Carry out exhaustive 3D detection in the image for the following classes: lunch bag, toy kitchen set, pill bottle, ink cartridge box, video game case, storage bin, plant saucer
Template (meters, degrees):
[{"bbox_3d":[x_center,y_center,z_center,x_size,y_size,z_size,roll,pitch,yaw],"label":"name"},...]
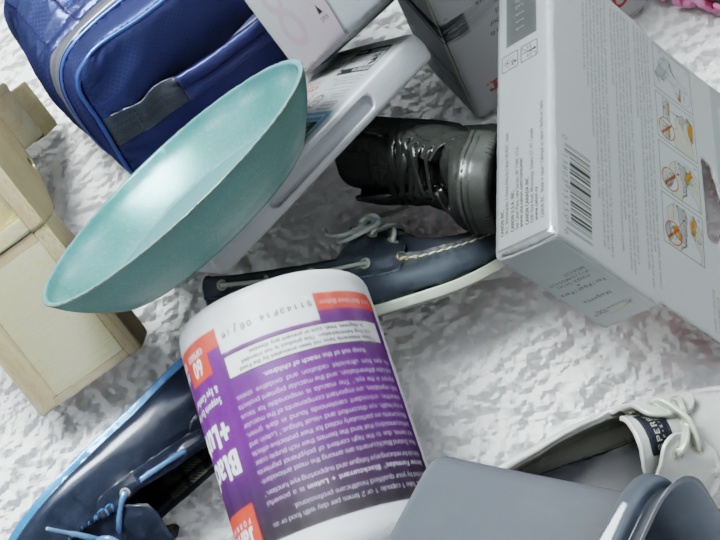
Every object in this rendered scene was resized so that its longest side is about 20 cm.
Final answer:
[{"bbox_3d":[-0.123,-0.168,1.086,0.200,0.136,0.132,-39,53,-9],"label":"lunch bag"},{"bbox_3d":[-0.255,-0.001,1.067,0.163,0.181,0.200,-35,12,7],"label":"toy kitchen set"},{"bbox_3d":[-0.020,0.110,0.856,0.111,0.111,0.200,-21,71,6],"label":"pill bottle"},{"bbox_3d":[0.149,-0.059,0.909,0.044,0.174,0.200,-26,47,37],"label":"ink cartridge box"},{"bbox_3d":[-0.059,-0.071,0.997,0.182,0.024,0.200,-48,17,-14],"label":"video game case"},{"bbox_3d":[0.086,-0.216,1.002,0.146,0.200,0.084,-34,50,-5],"label":"ink cartridge box"},{"bbox_3d":[0.095,0.179,0.745,0.134,0.200,0.146,12,62,39],"label":"storage bin"},{"bbox_3d":[-0.098,-0.040,0.909,0.200,0.036,0.200,-38,18,15],"label":"plant saucer"},{"bbox_3d":[-0.056,-0.226,0.942,0.057,0.163,0.200,-44,96,-21],"label":"ink cartridge box"}]

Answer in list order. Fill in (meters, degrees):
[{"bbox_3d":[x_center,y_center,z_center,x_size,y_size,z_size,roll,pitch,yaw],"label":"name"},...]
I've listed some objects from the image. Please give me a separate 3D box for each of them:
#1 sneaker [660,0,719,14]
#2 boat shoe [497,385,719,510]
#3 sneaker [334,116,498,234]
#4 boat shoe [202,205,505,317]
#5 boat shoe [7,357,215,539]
[{"bbox_3d":[0.254,-0.195,0.990,0.200,0.095,0.079,26,68,31],"label":"sneaker"},{"bbox_3d":[0.157,0.097,0.846,0.200,0.066,0.072,-19,53,8],"label":"boat shoe"},{"bbox_3d":[0.032,-0.060,0.948,0.104,0.200,0.060,1,101,6],"label":"sneaker"},{"bbox_3d":[0.000,0.000,0.962,0.200,0.075,0.062,-18,89,16],"label":"boat shoe"},{"bbox_3d":[-0.132,0.133,0.916,0.069,0.084,0.200,40,88,18],"label":"boat shoe"}]
